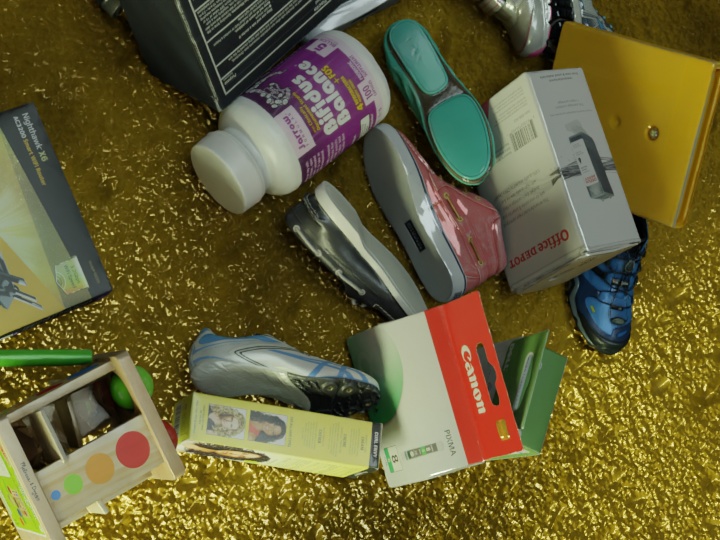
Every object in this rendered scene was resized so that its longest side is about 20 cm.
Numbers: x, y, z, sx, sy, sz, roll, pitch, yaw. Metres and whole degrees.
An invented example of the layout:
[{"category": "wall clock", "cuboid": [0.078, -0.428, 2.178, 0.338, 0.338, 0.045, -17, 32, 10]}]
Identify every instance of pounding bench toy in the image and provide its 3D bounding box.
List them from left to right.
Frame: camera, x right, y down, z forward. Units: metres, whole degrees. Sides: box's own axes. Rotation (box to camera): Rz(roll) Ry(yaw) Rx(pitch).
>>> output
[{"category": "pounding bench toy", "cuboid": [-0.271, 0.125, 1.487, 0.155, 0.124, 0.202, -28, 98, -25]}]

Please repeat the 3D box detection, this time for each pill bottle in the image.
[{"category": "pill bottle", "cuboid": [-0.073, -0.148, 1.646, 0.200, 0.112, 0.113, -41, 95, -24]}]

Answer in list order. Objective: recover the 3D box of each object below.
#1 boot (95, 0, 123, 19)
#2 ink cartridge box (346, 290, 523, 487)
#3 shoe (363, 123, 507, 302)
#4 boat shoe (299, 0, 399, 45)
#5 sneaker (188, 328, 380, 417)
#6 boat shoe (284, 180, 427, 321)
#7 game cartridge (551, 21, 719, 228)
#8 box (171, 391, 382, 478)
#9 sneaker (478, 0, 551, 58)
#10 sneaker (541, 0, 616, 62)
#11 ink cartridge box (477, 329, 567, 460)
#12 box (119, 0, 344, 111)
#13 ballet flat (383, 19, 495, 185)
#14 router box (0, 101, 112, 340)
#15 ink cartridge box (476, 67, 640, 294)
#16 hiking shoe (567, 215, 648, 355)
[{"category": "boot", "cuboid": [-0.269, -0.380, 1.647, 0.200, 0.066, 0.165, 44, 65, -3]}, {"category": "ink cartridge box", "cuboid": [0.069, 0.121, 1.599, 0.050, 0.200, 0.163, -13, 83, -29]}, {"category": "shoe", "cuboid": [0.081, -0.072, 1.721, 0.091, 0.071, 0.202, -25, 88, -34]}, {"category": "boat shoe", "cuboid": [0.003, -0.309, 1.741, 0.199, 0.070, 0.067, -31, 92, -17]}, {"category": "sneaker", "cuboid": [-0.073, 0.098, 1.615, 0.198, 0.072, 0.073, 12, 47, -15]}, {"category": "boat shoe", "cuboid": [0.000, 0.000, 1.673, 0.060, 0.074, 0.200, -34, 114, 15]}, {"category": "game cartridge", "cuboid": [0.280, -0.158, 1.730, 0.032, 0.199, 0.178, -2, 110, -46]}, {"category": "box", "cuboid": [-0.083, 0.164, 1.598, 0.198, 0.075, 0.051, 10, 73, -19]}, {"category": "sneaker", "cuboid": [0.142, -0.323, 1.796, 0.088, 0.081, 0.202, -21, 81, -20]}, {"category": "sneaker", "cuboid": [0.252, -0.256, 1.835, 0.086, 0.077, 0.202, -19, 93, -37]}, {"category": "ink cartridge box", "cuboid": [0.150, 0.129, 1.629, 0.059, 0.200, 0.105, 25, 71, -18]}, {"category": "box", "cuboid": [-0.136, -0.304, 1.595, 0.200, 0.123, 0.199, -44, 140, -22]}, {"category": "ballet flat", "cuboid": [0.087, -0.176, 1.736, 0.067, 0.070, 0.201, -27, 78, -4]}, {"category": "router box", "cuboid": [-0.348, -0.039, 1.543, 0.156, 0.052, 0.202, -24, 88, -25]}, {"category": "ink cartridge box", "cuboid": [0.197, -0.093, 1.716, 0.084, 0.145, 0.202, -9, 77, -31]}, {"category": "hiking shoe", "cuboid": [0.274, -0.011, 1.773, 0.074, 0.087, 0.202, 4, 77, -21]}]
